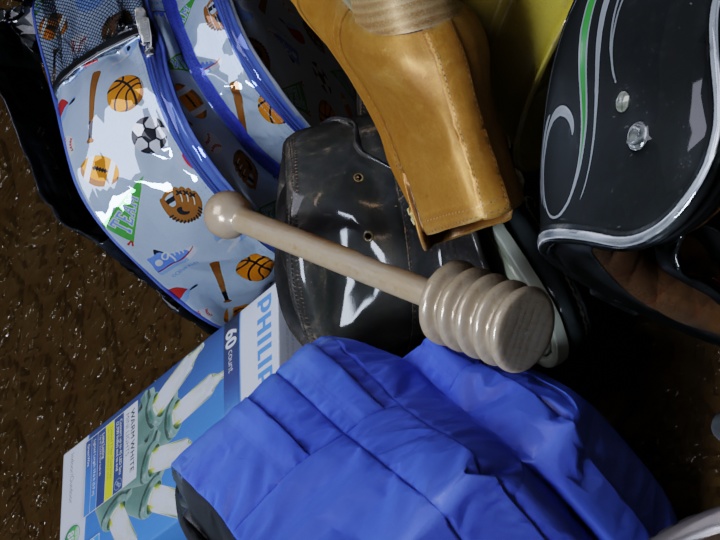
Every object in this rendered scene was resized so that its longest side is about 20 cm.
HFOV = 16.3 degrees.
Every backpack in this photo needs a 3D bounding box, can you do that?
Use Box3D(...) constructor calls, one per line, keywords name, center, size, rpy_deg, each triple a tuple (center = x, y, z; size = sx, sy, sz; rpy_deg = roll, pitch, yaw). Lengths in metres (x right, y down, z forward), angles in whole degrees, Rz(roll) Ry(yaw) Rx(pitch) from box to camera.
Box3D(name="backpack", center=(-0.083, -0.071, 1.352), size=(0.154, 0.200, 0.191), rpy_deg=(-30, 49, 26))
Box3D(name="backpack", center=(0.028, 0.115, 1.084), size=(0.168, 0.163, 0.200), rpy_deg=(-41, 29, -14))

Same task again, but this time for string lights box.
Box3D(name="string lights box", center=(-0.080, 0.103, 1.337), size=(0.200, 0.059, 0.103), rpy_deg=(-39, 40, 37))

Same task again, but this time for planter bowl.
Box3D(name="planter bowl", center=(0.095, -0.149, 1.103), size=(0.083, 0.200, 0.200), rpy_deg=(36, 105, 13))

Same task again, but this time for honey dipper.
Box3D(name="honey dipper", center=(0.000, 0.000, 1.095), size=(0.200, 0.038, 0.038), rpy_deg=(20, 87, 44))

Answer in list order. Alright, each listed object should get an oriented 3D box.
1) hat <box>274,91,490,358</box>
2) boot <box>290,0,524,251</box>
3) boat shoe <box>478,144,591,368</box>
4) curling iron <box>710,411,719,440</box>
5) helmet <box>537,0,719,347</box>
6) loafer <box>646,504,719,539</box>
Box3D(name="hat", center=(-0.001, -0.012, 1.181), size=(0.201, 0.081, 0.201), rpy_deg=(170, 90, -76))
Box3D(name="boot", center=(0.014, -0.081, 1.080), size=(0.201, 0.071, 0.144), rpy_deg=(-154, 46, -79))
Box3D(name="boat shoe", center=(0.078, -0.023, 1.180), size=(0.066, 0.075, 0.199), rpy_deg=(-19, 26, -8))
Box3D(name="curling iron", center=(0.161, 0.058, 0.961), size=(0.200, 0.050, 0.026), rpy_deg=(116, 132, -81))
Box3D(name="helmet", center=(0.168, -0.070, 0.962), size=(0.200, 0.200, 0.191), rpy_deg=(11, 76, 58))
Box3D(name="loafer", center=(0.162, 0.122, 0.950), size=(0.200, 0.073, 0.071), rpy_deg=(-43, 38, 34))
